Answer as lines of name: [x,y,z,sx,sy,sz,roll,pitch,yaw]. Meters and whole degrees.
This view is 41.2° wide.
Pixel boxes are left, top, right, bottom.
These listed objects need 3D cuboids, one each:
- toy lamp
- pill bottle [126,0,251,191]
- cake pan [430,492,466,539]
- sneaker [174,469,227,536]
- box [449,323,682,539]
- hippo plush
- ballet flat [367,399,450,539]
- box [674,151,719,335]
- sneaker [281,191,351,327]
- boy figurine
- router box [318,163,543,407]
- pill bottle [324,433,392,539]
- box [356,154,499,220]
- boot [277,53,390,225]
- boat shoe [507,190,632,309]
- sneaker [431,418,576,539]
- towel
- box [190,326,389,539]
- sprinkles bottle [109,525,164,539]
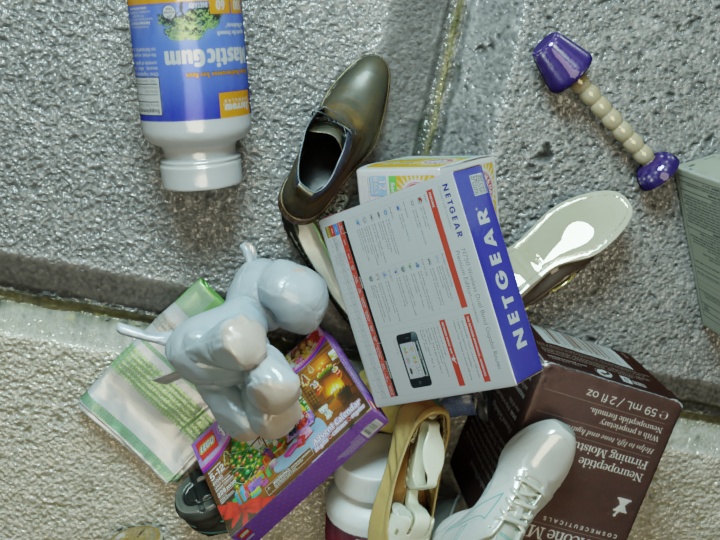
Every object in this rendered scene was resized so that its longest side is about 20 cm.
toy lamp: [0.261,-0.172,1.032,0.058,0.058,0.200,-43,106,5]
pill bottle: [-0.166,-0.185,0.952,0.111,0.112,0.202,-5,104,-5]
cake pan: [0.083,0.348,1.077,0.036,0.200,0.202,8,104,15]
sneaker: [-0.111,0.244,1.096,0.198,0.076,0.080,-19,133,-7]
box: [0.219,0.184,1.057,0.165,0.164,0.202,16,102,-10]
hippo plush: [-0.108,0.072,1.001,0.161,0.199,0.160,-50,126,-37]
ballet flat: [0.051,0.227,0.972,0.068,0.063,0.202,9,89,-25]
box: [0.435,-0.028,1.048,0.108,0.128,0.202,-17,106,-3]
sneaker: [0.000,0.000,1.040,0.088,0.077,0.201,-35,107,-6]
boy figurine: [0.044,0.138,1.054,0.198,0.065,0.125,-5,136,18]
router box: [0.063,0.021,0.917,0.179,0.049,0.202,-15,92,43]
pill bottle: [0.014,0.292,1.076,0.108,0.110,0.202,-1,113,-6]
box: [0.077,-0.016,0.997,0.101,0.112,0.202,-18,106,-47]
boot: [-0.016,-0.141,0.965,0.074,0.097,0.201,27,80,-5]
boat shoe: [0.213,-0.015,1.063,0.199,0.060,0.072,-36,65,0]
sneaker: [0.147,0.237,0.939,0.070,0.080,0.201,36,98,-8]
towel: [-0.196,0.127,1.068,0.200,0.031,0.149,-45,105,5]
box: [-0.080,0.173,1.017,0.200,0.137,0.039,-43,134,5]
sprinkles bottle: [-0.247,0.401,1.110,0.068,0.068,0.202,-7,104,-4]
